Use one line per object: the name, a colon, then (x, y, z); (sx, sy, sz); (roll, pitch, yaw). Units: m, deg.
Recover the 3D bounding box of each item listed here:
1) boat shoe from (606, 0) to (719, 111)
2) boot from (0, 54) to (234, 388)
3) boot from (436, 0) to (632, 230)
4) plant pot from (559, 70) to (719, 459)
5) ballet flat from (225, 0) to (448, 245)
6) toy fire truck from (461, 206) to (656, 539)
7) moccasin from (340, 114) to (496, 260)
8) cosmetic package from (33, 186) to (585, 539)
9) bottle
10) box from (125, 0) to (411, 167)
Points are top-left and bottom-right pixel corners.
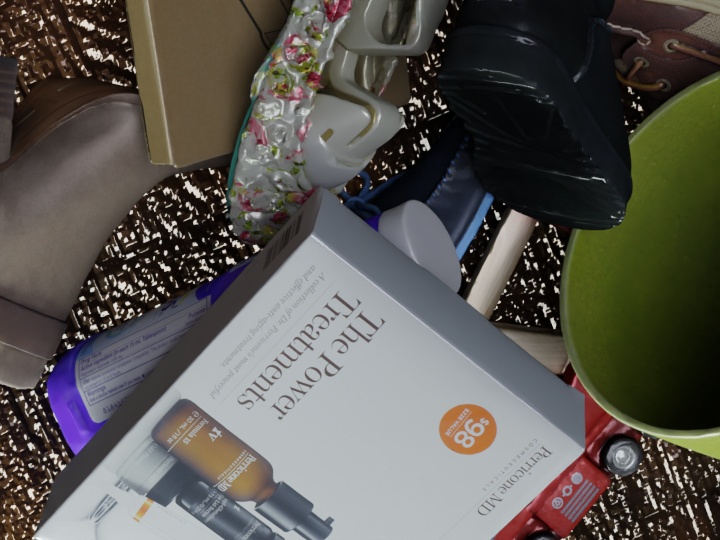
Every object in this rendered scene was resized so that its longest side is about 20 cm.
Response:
boat shoe: (0.156, -0.113, 0.977); (0.199, 0.072, 0.072); (8, 105, -15)
boot: (-0.144, -0.018, 0.900); (0.199, 0.070, 0.147); (11, 91, -31)
boot: (0.095, -0.124, 0.876); (0.073, 0.198, 0.163); (9, 72, 22)
plant pot: (0.229, 0.027, 0.940); (0.200, 0.187, 0.188); (31, 91, -39)
ballet flat: (-0.003, -0.097, 0.867); (0.075, 0.064, 0.201); (4, 109, -55)
toy fire truck: (0.090, 0.048, 0.998); (0.141, 0.049, 0.200); (41, 89, -17)
moccasin: (0.000, 0.000, 0.952); (0.068, 0.080, 0.201); (33, 90, -10)
cosmetic package: (-0.023, 0.085, 0.847); (0.151, 0.052, 0.200); (37, 114, -14)
bottle: (-0.048, 0.029, 0.896); (0.199, 0.083, 0.066); (-26, 89, 26)
box: (-0.047, -0.162, 0.901); (0.163, 0.021, 0.201); (-19, 106, -43)
